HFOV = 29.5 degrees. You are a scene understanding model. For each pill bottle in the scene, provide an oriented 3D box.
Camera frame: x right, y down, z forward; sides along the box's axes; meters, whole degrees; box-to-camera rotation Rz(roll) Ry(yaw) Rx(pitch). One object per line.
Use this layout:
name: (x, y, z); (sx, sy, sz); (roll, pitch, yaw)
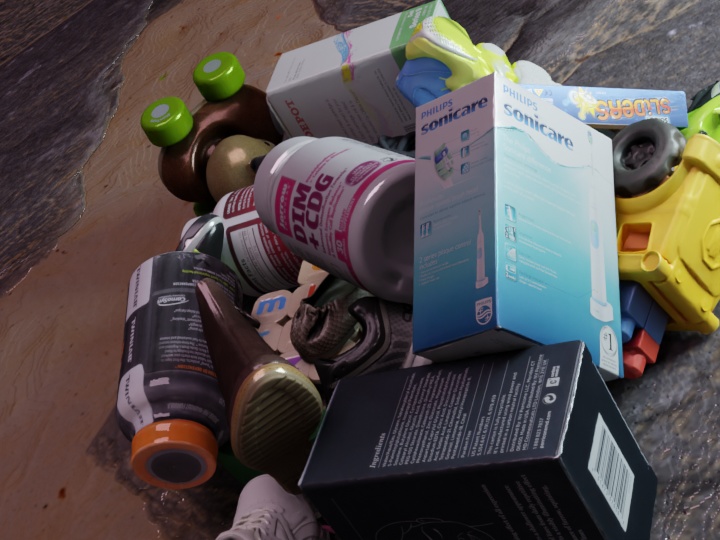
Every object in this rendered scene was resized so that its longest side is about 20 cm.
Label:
pill bottle: (-0.156, 0.088, 1.187); (0.106, 0.106, 0.200); (-21, 45, 19)
pill bottle: (-0.077, -0.039, 1.386); (0.199, 0.113, 0.113); (-16, 36, 25)
pill bottle: (-0.005, -0.050, 1.146); (0.113, 0.114, 0.200); (-42, 30, -15)

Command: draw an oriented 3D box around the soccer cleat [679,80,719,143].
soccer cleat: (0.349, -0.164, 1.233); (0.200, 0.068, 0.081); (-40, 20, -10)

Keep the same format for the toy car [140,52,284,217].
toy car: (-0.115, -0.118, 1.494); (0.158, 0.164, 0.200); (-44, 43, -17)

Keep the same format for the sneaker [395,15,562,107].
sneaker: (0.123, -0.166, 1.358); (0.105, 0.200, 0.076); (-52, 8, 35)

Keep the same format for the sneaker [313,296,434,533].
sneaker: (-0.005, 0.108, 1.098); (0.074, 0.087, 0.200); (165, 128, -85)

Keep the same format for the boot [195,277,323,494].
boot: (-0.092, 0.072, 1.037); (0.072, 0.200, 0.167); (-27, 62, -11)

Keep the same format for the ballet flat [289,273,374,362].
ballet flat: (0.000, 0.000, 1.214); (0.067, 0.046, 0.200); (8, 45, 41)

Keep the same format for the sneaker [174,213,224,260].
sneaker: (-0.149, 0.048, 1.324); (0.083, 0.072, 0.201); (15, 89, 10)

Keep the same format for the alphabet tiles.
alphabet tiles: (-0.012, 0.036, 1.228); (0.199, 0.015, 0.196); (-14, 34, 19)

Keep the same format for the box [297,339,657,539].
box: (0.086, 0.149, 0.961); (0.199, 0.149, 0.107); (-12, 38, 29)

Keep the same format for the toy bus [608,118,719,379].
toy bus: (0.203, -0.008, 1.108); (0.200, 0.136, 0.192); (4, 63, 46)

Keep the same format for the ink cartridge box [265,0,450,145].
ink cartridge box: (0.021, -0.183, 1.462); (0.199, 0.145, 0.088); (-16, 35, 25)

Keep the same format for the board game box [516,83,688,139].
board game box: (0.168, -0.129, 1.210); (0.199, 0.035, 0.135); (-1, -9, -22)

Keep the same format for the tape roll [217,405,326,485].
tape roll: (-0.049, 0.106, 1.229); (0.200, 0.048, 0.201); (-23, 33, 16)

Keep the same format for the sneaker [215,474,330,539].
sneaker: (-0.075, 0.217, 1.054); (0.078, 0.099, 0.200); (-26, 33, 10)

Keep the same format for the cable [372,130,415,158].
cable: (0.102, -0.095, 1.326); (0.199, 0.051, 0.163); (10, 18, 23)

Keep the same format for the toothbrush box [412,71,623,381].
toothbrush box: (0.116, -0.023, 1.010); (0.085, 0.146, 0.201); (-19, 61, 42)
